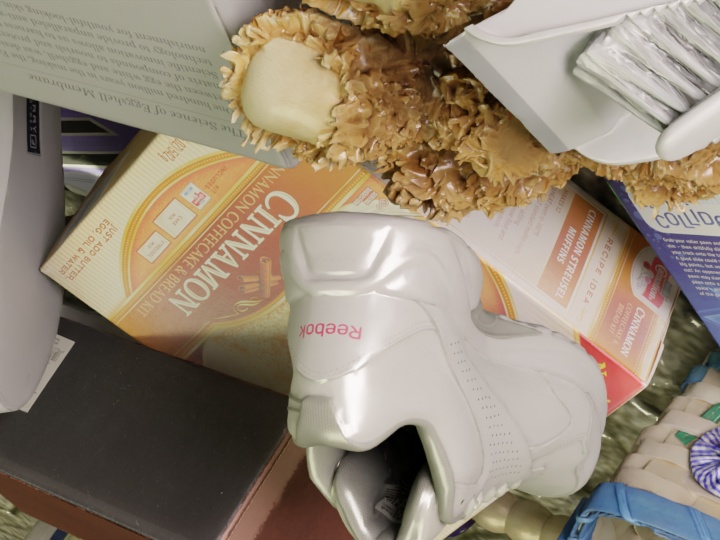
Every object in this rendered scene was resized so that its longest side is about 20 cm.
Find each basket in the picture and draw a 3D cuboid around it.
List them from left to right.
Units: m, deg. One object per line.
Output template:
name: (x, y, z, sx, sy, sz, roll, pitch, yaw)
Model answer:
basket: (0.146, 0.142, 0.913, 0.176, 0.200, 0.139, 22, 159, 15)

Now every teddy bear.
teddy bear: (0.052, -0.072, 0.726, 0.067, 0.200, 0.145, -121, 31, -48)

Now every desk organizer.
desk organizer: (-0.087, 0.078, 0.954, 0.200, 0.072, 0.077, 16, 158, 44)

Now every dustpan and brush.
dustpan and brush: (0.135, -0.075, 0.627, 0.057, 0.200, 0.140, 61, -170, 17)

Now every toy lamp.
toy lamp: (0.124, 0.136, 1.105, 0.200, 0.058, 0.058, 23, 153, 24)

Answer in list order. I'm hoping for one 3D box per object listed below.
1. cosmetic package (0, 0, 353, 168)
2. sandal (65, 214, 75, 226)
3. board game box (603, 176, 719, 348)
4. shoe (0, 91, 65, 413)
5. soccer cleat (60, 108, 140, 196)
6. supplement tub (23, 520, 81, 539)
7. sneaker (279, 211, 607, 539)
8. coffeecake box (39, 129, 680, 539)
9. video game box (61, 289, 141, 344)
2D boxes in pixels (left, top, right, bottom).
cosmetic package: (-0.102, -0.157, 0.750, 0.199, 0.123, 0.200, 16, 149, 30)
sandal: (-0.210, -0.015, 1.011, 0.080, 0.200, 0.054, -135, 40, -71)
board game box: (0.196, 0.002, 0.800, 0.200, 0.034, 0.135, 4, 143, 44)
shoe: (-0.173, -0.042, 0.949, 0.091, 0.200, 0.071, -1, 174, 16)
soccer cleat: (-0.089, -0.051, 1.012, 0.200, 0.068, 0.073, 44, 128, -13)
supplement tub: (-0.102, 0.222, 1.405, 0.200, 0.145, 0.145, 18, 152, 26)
sneaker: (0.023, 0.056, 0.810, 0.078, 0.099, 0.200, 1, 159, 31)
coffeecake box: (0.000, 0.000, 0.926, 0.200, 0.073, 0.154, 37, 135, -10)
video game box: (-0.089, 0.047, 1.107, 0.200, 0.047, 0.182, 17, -178, 29)
